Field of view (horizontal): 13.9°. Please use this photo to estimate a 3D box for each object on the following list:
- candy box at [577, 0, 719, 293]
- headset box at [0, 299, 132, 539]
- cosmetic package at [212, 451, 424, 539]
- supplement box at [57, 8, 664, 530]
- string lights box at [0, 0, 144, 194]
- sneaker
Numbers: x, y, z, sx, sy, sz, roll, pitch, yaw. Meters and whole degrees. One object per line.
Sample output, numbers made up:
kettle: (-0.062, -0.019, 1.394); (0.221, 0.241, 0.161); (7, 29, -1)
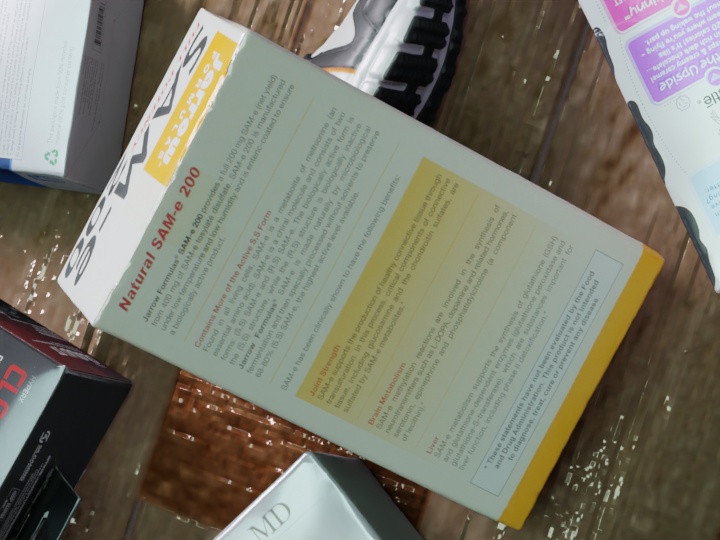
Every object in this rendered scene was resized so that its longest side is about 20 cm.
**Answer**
candy box: (0.140, -0.086, 1.124); (0.071, 0.168, 0.201); (-28, 76, 14)
headset box: (-0.207, 0.070, 1.272); (0.199, 0.077, 0.149); (31, 94, 21)
cosmetic package: (0.014, 0.180, 1.187); (0.102, 0.074, 0.200); (-43, 74, 9)
supplement box: (0.000, 0.000, 1.156); (0.199, 0.074, 0.127); (28, 93, -21)
string lights box: (-0.201, -0.098, 1.298); (0.199, 0.059, 0.103); (8, 86, 19)
sneaker: (-0.025, -0.054, 1.227); (0.080, 0.074, 0.201); (30, 93, 22)
